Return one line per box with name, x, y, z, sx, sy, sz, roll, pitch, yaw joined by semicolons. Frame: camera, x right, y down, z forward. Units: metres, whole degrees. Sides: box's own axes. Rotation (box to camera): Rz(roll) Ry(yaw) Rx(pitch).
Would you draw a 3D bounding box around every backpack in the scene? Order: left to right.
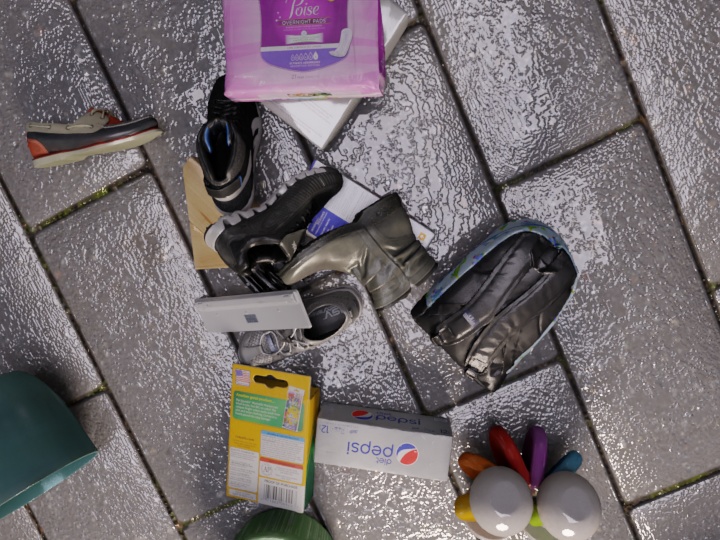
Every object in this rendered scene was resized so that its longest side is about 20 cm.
backpack;0.190;0.026;0.793;0.162;0.154;0.201;40;121;3

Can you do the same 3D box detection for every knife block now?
knife block;-0.146;-0.060;0.834;0.170;0.064;0.207;-5;98;4

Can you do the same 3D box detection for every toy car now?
toy car;0.227;0.292;0.830;0.193;0.176;0.154;3;63;4

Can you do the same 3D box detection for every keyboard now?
keyboard;-0.154;0.059;0.832;0.195;0.011;0.057;-6;120;33

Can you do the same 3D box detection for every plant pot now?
plant pot;-0.502;0.245;0.850;0.198;0.200;0.163;-34;84;9

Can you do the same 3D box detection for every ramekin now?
ramekin;-0.120;0.464;0.898;0.193;0.098;0.207;1;99;4

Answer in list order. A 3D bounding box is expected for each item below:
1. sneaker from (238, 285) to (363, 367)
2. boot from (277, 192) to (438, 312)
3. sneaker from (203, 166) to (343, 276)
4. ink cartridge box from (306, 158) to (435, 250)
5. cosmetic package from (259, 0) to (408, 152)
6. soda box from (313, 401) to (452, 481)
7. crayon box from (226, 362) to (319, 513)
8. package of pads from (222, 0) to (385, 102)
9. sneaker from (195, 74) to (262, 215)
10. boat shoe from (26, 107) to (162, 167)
sneaker;-0.091;0.079;0.842;0.196;0.082;0.076;-29;96;8
boot;0.000;0.000;0.785;0.197;0.068;0.133;-30;97;-5
sneaker;-0.094;-0.057;0.763;0.197;0.067;0.091;-31;65;-17
ink cartridge box;0.000;-0.062;0.837;0.197;0.037;0.096;31;101;-4
cosmetic package;-0.034;-0.273;0.784;0.112;0.081;0.202;36;99;-2
soda box;0.033;0.246;0.869;0.193;0.064;0.071;6;100;3
crayon box;-0.127;0.236;0.877;0.122;0.052;0.207;7;100;13
package of pads;-0.067;-0.267;0.708;0.193;0.076;0.125;0;98;8
sneaker;-0.166;-0.183;0.758;0.071;0.112;0.206;-6;72;-2
boat shoe;-0.371;-0.192;0.830;0.194;0.071;0.065;-10;96;10
